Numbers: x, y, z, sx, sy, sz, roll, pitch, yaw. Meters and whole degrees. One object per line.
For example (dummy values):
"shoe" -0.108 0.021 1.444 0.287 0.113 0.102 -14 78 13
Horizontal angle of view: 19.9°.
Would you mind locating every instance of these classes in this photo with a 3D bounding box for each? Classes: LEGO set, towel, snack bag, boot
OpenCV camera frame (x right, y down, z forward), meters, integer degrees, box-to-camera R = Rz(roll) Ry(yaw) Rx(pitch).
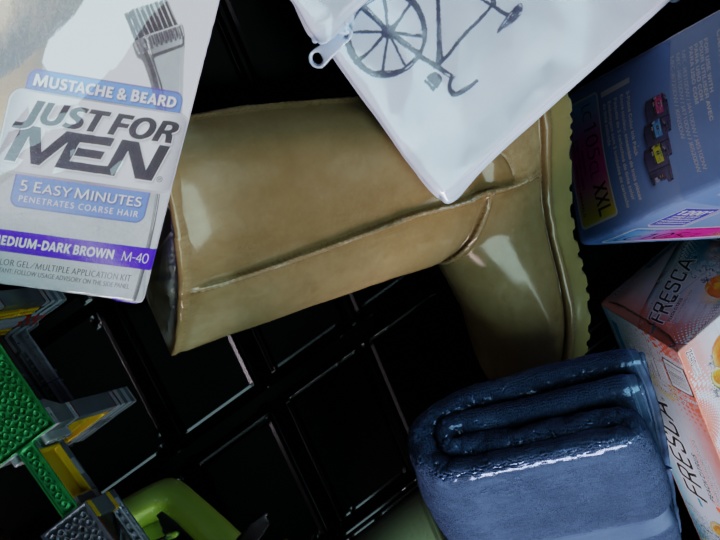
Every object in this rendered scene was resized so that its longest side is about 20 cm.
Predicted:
"LEGO set" -0.135 0.099 0.791 0.154 0.200 0.116 -45 173 9
"towel" 0.089 0.102 0.950 0.111 0.049 0.200 -12 152 6
"snack bag" 0.046 -0.152 0.838 0.188 0.021 0.200 -41 113 -13
"boot" 0.000 0.000 0.892 0.199 0.066 0.176 -17 109 -29

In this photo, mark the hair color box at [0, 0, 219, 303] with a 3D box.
"hair color box" -0.114 -0.095 0.749 0.109 0.065 0.201 7 107 -26

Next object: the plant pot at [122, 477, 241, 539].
"plant pot" -0.090 0.245 0.864 0.198 0.200 0.182 -31 133 -20

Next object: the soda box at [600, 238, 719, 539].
"soda box" 0.194 0.075 1.064 0.068 0.064 0.200 -38 130 -14

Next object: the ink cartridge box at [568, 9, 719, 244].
"ink cartridge box" 0.198 -0.073 0.898 0.136 0.200 0.077 -4 77 -30
